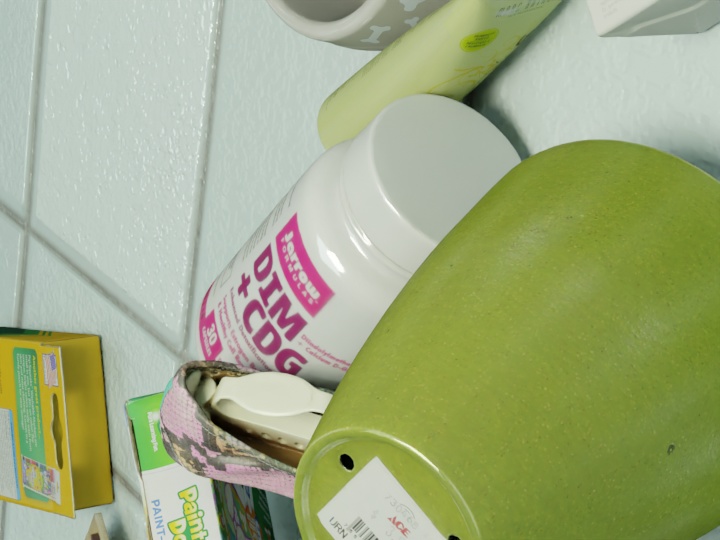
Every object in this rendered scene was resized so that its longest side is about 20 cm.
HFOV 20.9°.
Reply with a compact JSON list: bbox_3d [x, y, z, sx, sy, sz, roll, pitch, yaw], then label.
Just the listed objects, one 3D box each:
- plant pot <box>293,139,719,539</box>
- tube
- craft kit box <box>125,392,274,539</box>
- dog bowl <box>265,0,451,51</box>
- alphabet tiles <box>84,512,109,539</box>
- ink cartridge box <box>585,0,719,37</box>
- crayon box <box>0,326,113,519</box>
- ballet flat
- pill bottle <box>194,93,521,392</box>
[{"bbox_3d":[0.068,0.067,0.822,0.186,0.200,0.188,18,123,31],"label":"plant pot"},{"bbox_3d":[0.042,-0.108,0.996,0.200,0.052,0.058,-37,28,55],"label":"tube"},{"bbox_3d":[-0.075,0.192,1.109,0.200,0.048,0.198,68,-169,-66],"label":"craft kit box"},{"bbox_3d":[-0.001,-0.213,1.047,0.200,0.058,0.201,12,105,54],"label":"dog bowl"},{"bbox_3d":[-0.170,0.283,1.387,0.167,0.008,0.201,116,139,-53],"label":"alphabet tiles"},{"bbox_3d":[0.133,-0.216,0.844,0.115,0.068,0.201,-29,73,53],"label":"ink cartridge box"},{"bbox_3d":[-0.242,0.110,1.457,0.200,0.051,0.127,2,97,56],"label":"crayon box"},{"bbox_3d":[-0.007,0.088,1.000,0.071,0.199,0.069,98,-174,-57],"label":"ballet flat"},{"bbox_3d":[0.000,0.000,1.033,0.200,0.113,0.114,-47,58,48],"label":"pill bottle"}]
